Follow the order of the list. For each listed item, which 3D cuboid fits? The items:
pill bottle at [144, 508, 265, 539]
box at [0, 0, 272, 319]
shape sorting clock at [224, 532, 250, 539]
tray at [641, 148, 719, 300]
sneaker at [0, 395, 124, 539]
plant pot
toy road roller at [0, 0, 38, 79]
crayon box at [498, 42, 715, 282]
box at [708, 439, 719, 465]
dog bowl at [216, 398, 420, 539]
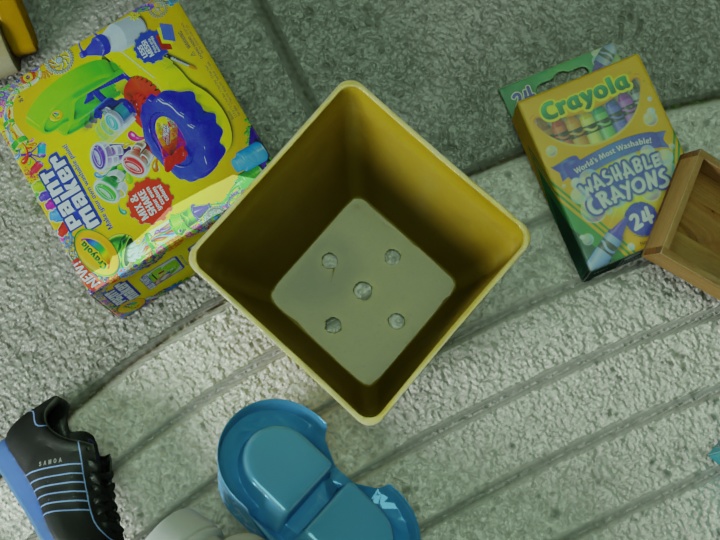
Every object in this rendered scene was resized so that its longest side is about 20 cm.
[{"bbox_3d":[-0.085,0.279,0.950,0.198,0.120,0.121,30,80,23],"label":"pill bottle"},{"bbox_3d":[-0.192,-0.099,1.081,0.191,0.122,0.202,-32,79,-5],"label":"box"},{"bbox_3d":[-0.090,0.326,1.029,0.196,0.039,0.203,0,77,1],"label":"shape sorting clock"},{"bbox_3d":[0.350,-0.013,1.064,0.198,0.037,0.100,28,78,-15],"label":"tray"},{"bbox_3d":[-0.237,0.191,1.026,0.078,0.070,0.200,-43,63,-3],"label":"sneaker"},{"bbox_3d":[0.000,0.000,1.027,0.200,0.177,0.200,41,81,8],"label":"plant pot"},{"bbox_3d":[-0.391,-0.278,1.139,0.121,0.146,0.202,-19,115,-4],"label":"toy road roller"},{"bbox_3d":[0.222,-0.108,1.111,0.124,0.052,0.202,-22,78,-4],"label":"crayon box"},{"bbox_3d":[0.407,0.191,1.044,0.199,0.049,0.083,39,81,8],"label":"box"},{"bbox_3d":[-0.041,0.201,1.031,0.200,0.050,0.111,42,52,8],"label":"dog bowl"}]
